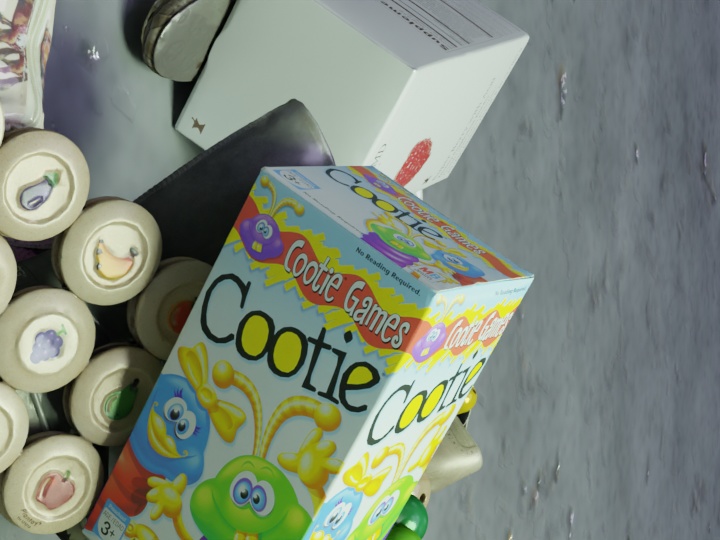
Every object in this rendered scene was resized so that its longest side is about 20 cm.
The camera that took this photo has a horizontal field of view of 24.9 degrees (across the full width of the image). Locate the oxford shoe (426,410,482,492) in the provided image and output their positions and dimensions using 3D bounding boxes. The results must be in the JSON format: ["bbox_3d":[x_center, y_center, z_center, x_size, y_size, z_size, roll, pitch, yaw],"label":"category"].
[{"bbox_3d":[0.041,0.099,1.151,0.200,0.075,0.071,-105,-174,-62],"label":"oxford shoe"}]

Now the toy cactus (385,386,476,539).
[{"bbox_3d":[0.031,0.138,0.970,0.165,0.102,0.200,-105,-168,-81],"label":"toy cactus"}]

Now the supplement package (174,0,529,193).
[{"bbox_3d":[0.000,-0.119,1.019,0.121,0.120,0.200,-60,166,25],"label":"supplement package"}]

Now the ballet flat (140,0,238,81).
[{"bbox_3d":[-0.080,-0.167,0.992,0.200,0.046,0.067,-40,161,-52],"label":"ballet flat"}]

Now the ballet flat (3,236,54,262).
[{"bbox_3d":[-0.132,0.008,0.863,0.200,0.069,0.071,15,102,-58],"label":"ballet flat"}]

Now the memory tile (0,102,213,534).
[{"bbox_3d":[-0.157,0.018,0.710,0.153,0.017,0.200,-52,126,-6],"label":"memory tile"}]

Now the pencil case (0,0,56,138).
[{"bbox_3d":[-0.167,-0.148,0.739,0.078,0.089,0.200,31,64,-63],"label":"pencil case"}]

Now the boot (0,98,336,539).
[{"bbox_3d":[-0.092,0.029,0.811,0.200,0.073,0.182,-32,136,-27],"label":"boot"}]

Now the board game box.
[{"bbox_3d":[-0.026,0.062,0.754,0.103,0.105,0.200,-7,128,-61],"label":"board game box"}]

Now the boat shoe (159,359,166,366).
[{"bbox_3d":[-0.068,0.132,0.889,0.200,0.062,0.075,55,-11,3],"label":"boat shoe"}]

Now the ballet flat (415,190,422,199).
[{"bbox_3d":[0.012,-0.115,1.175,0.069,0.069,0.200,-11,102,-65],"label":"ballet flat"}]
